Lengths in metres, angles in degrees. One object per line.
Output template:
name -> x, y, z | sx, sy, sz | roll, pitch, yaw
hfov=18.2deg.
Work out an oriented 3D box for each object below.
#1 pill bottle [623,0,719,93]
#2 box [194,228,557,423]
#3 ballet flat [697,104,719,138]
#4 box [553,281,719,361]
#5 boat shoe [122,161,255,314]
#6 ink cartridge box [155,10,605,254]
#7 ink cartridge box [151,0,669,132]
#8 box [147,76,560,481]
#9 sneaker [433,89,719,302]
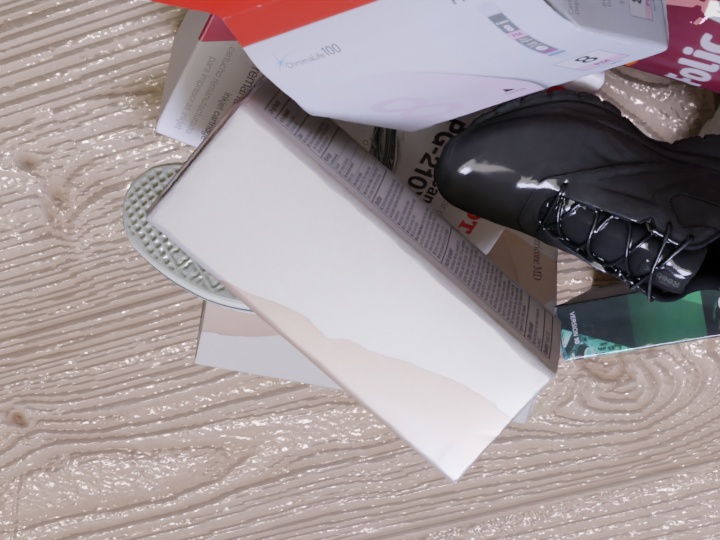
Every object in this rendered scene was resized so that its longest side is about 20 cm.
pill bottle -> 0.160, -0.152, 1.114 | 0.198, 0.115, 0.115 | 14, 133, -8
box -> 0.010, 0.015, 1.300 | 0.198, 0.095, 0.078 | 9, 134, -5
ballet flat -> 0.238, -0.088, 1.211 | 0.199, 0.075, 0.074 | -24, 127, 23
box -> 0.217, 0.014, 1.253 | 0.198, 0.144, 0.037 | -11, 91, 15
boat shoe -> -0.033, -0.006, 1.213 | 0.198, 0.075, 0.062 | 15, 173, 6
ink cartridge box -> 0.012, -0.112, 1.187 | 0.199, 0.085, 0.145 | 20, 132, -14
ink cartridge box -> 0.017, -0.110, 1.005 | 0.162, 0.058, 0.199 | -14, 172, 40
box -> 0.000, 0.000, 1.112 | 0.200, 0.095, 0.078 | 41, 106, -3
sneaker -> 0.134, -0.031, 1.142 | 0.198, 0.091, 0.076 | 8, 136, -15
